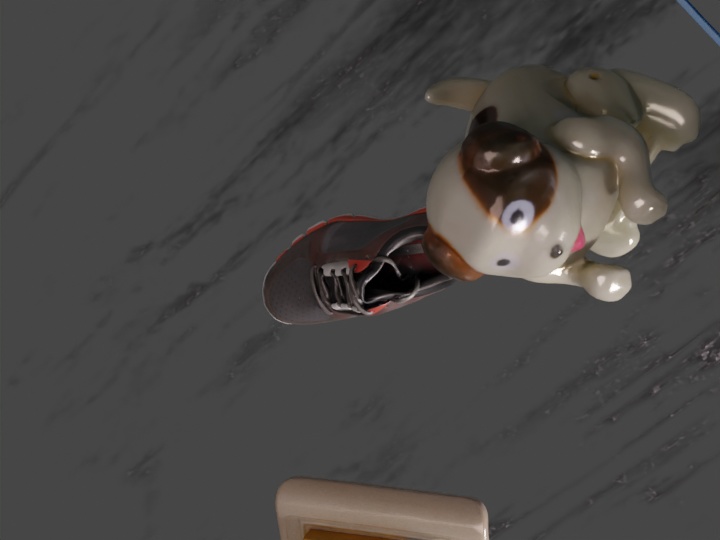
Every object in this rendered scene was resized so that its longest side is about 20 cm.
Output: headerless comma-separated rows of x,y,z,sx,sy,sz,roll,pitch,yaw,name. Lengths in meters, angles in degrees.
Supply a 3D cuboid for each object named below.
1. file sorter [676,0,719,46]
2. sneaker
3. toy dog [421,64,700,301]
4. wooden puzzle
0.294,-0.212,1.159,0.139,0.122,0.200,50,129,18,file sorter
0.000,0.000,1.439,0.199,0.082,0.077,-20,102,31,sneaker
0.116,-0.066,1.285,0.194,0.200,0.140,39,122,5,toy dog
0.022,0.271,1.575,0.184,0.037,0.201,4,113,24,wooden puzzle
